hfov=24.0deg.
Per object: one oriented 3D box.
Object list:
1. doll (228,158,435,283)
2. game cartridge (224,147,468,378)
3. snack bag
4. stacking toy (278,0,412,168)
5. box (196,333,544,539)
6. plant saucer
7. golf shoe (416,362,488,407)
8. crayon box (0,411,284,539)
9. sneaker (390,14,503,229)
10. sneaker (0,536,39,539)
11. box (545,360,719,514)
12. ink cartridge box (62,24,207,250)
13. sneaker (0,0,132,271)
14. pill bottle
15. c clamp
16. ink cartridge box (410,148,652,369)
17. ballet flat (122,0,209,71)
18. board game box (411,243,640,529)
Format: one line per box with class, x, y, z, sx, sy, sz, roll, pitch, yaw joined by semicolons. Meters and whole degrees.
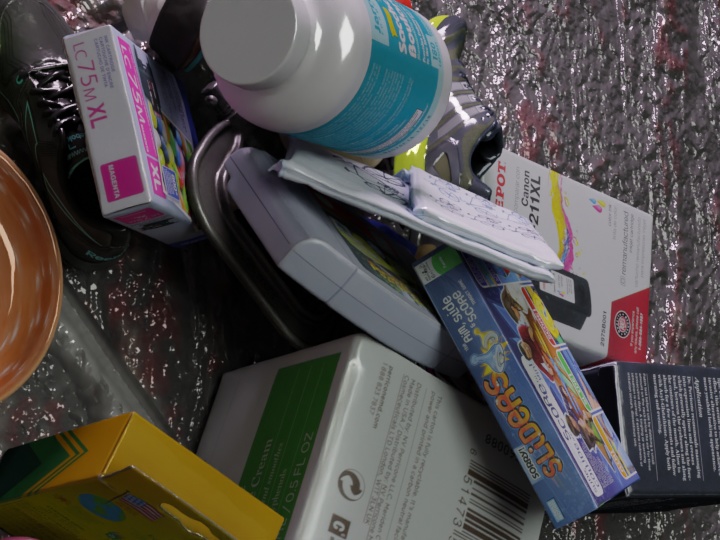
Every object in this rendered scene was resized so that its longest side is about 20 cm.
doll;-0.037;-0.031;1.285;0.199;0.048;0.137;26;66;-26
game cartridge;0.000;0.000;1.155;0.200;0.041;0.133;33;19;-43
snack bag;0.037;-0.050;1.164;0.199;0.189;0.021;22;100;-4
stacking toy;-0.002;-0.164;1.317;0.085;0.085;0.200;42;39;-23
box;-0.004;0.182;1.174;0.200;0.171;0.200;32;60;-27
plant saucer;-0.286;0.000;1.084;0.199;0.037;0.201;12;70;-36
golf shoe;0.079;0.109;1.315;0.073;0.092;0.201;-47;137;-49
crayon box;-0.138;0.150;1.055;0.127;0.200;0.051;40;56;-24
sneaker;0.073;-0.117;1.331;0.074;0.081;0.201;79;16;-57
sneaker;-0.181;0.261;1.072;0.087;0.074;0.200;-47;113;-43
box;0.229;0.141;1.389;0.199;0.148;0.108;6;74;-38
ink cartridge box;-0.141;-0.083;1.144;0.200;0.042;0.120;41;34;-80
sneaker;-0.196;-0.101;1.149;0.075;0.079;0.201;-22;91;-23
pill bottle;-0.025;-0.139;1.111;0.200;0.110;0.111;8;71;-64
c clamp;-0.060;-0.045;1.200;0.200;0.027;0.171;58;28;-18
ink cartridge box;0.142;-0.001;1.400;0.199;0.083;0.146;20;66;-34
ballet flat;-0.130;-0.178;1.185;0.068;0.200;0.068;26;96;-6
board game box;0.117;0.072;1.169;0.201;0.034;0.135;62;19;10
